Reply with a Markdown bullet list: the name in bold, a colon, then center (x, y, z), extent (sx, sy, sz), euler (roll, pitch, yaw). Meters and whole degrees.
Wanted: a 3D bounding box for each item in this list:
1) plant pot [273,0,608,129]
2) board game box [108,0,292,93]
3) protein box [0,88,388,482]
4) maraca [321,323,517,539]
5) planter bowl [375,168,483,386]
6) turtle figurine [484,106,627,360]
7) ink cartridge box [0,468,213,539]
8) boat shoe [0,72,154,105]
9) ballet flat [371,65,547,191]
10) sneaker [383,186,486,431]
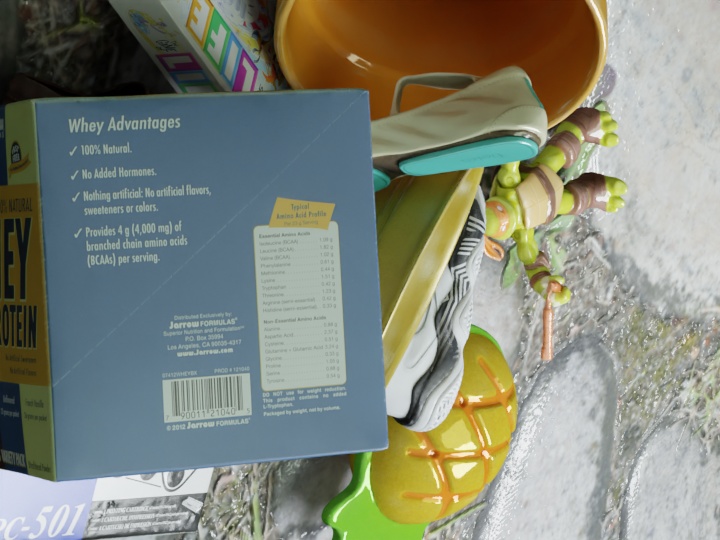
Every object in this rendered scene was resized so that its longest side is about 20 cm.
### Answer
- **plant pot**: center (0.051, -0.205, 1.646), extent (0.200, 0.199, 0.184), euler (60, 26, -48)
- **board game box**: center (-0.083, -0.165, 1.606), extent (0.200, 0.034, 0.135), euler (54, 42, -49)
- **protein box**: center (-0.104, 0.004, 1.481), extent (0.198, 0.135, 0.201), euler (-4, 92, -24)
- **maraca**: center (0.041, 0.130, 1.904), extent (0.137, 0.107, 0.200), euler (36, 81, -45)
- **planter bowl**: center (0.000, 0.000, 1.691), extent (0.201, 0.083, 0.200), euler (-62, 173, -13)
- **turtle figurine**: center (0.130, -0.047, 1.939), extent (0.161, 0.064, 0.201), euler (-29, 104, -47)
- **ink cartridge box**: center (-0.173, 0.121, 1.695), extent (0.200, 0.044, 0.094), euler (1, 108, -50)
- **boat shoe**: center (-0.140, -0.078, 1.600), extent (0.200, 0.070, 0.071), euler (3, 105, -55)
- **ballet flat**: center (0.014, -0.080, 1.605), extent (0.069, 0.199, 0.070), euler (-12, 90, -78)
- **sneaker**: center (0.017, 0.002, 1.821), extent (0.115, 0.075, 0.201), euler (16, 71, -26)
